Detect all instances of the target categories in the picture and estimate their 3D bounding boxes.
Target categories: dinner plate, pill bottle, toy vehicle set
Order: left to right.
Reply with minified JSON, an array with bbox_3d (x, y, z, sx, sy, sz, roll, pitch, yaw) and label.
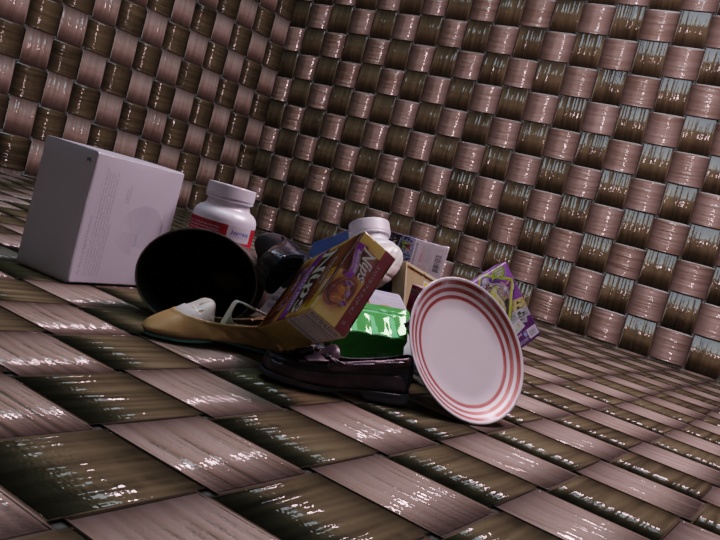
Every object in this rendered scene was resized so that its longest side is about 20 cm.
[{"bbox_3d":[-0.244,-0.048,1.368,0.111,0.203,0.112,15,4,-1],"label":"pill bottle"},{"bbox_3d":[0.022,0.007,1.519,0.109,0.203,0.111,-3,-17,-1],"label":"pill bottle"},{"bbox_3d":[0.116,0.072,1.436,0.026,0.126,0.199,-5,-20,33],"label":"toy vehicle set"},{"bbox_3d":[0.139,0.106,1.060,0.198,0.203,0.024,13,-27,-32],"label":"dinner plate"}]

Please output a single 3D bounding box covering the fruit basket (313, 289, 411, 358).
[{"bbox_3d":[-0.009,0.072,1.155,0.183,0.095,0.200,11,19,-17],"label":"fruit basket"}]

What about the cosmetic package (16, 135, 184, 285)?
[{"bbox_3d":[-0.411,-0.088,1.271,0.122,0.202,0.200,18,4,24],"label":"cosmetic package"}]

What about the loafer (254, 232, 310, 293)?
[{"bbox_3d":[-0.120,-0.017,1.089,0.072,0.073,0.200,44,-1,2],"label":"loafer"}]

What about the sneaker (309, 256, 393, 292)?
[{"bbox_3d":[-0.008,-0.004,1.388,0.198,0.085,0.075,22,4,-32],"label":"sneaker"}]

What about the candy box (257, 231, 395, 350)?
[{"bbox_3d":[-0.046,0.030,0.977,0.056,0.117,0.200,41,-24,-14],"label":"candy box"}]

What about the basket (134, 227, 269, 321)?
[{"bbox_3d":[-0.212,0.015,1.189,0.178,0.138,0.200,9,-1,8],"label":"basket"}]

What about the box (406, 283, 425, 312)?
[{"bbox_3d":[0.153,0.094,1.256,0.099,0.097,0.200,14,5,-26],"label":"box"}]

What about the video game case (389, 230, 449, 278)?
[{"bbox_3d":[0.068,0.025,1.609,0.179,0.203,0.036,15,2,4],"label":"video game case"}]

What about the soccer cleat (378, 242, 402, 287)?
[{"bbox_3d":[0.000,0.000,1.307,0.199,0.070,0.078,-23,-12,-32],"label":"soccer cleat"}]

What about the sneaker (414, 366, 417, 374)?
[{"bbox_3d":[0.016,0.100,1.228,0.198,0.081,0.071,19,3,32],"label":"sneaker"}]

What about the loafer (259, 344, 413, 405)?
[{"bbox_3d":[-0.025,0.116,0.981,0.198,0.064,0.072,14,6,-21],"label":"loafer"}]

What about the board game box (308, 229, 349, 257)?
[{"bbox_3d":[-0.014,-0.008,1.674,0.198,0.160,0.039,-19,10,13],"label":"board game box"}]

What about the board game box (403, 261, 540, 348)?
[{"bbox_3d":[0.161,0.082,1.121,0.199,0.121,0.032,-28,7,-33],"label":"board game box"}]

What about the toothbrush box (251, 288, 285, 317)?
[{"bbox_3d":[-0.119,0.045,1.413,0.145,0.086,0.200,17,5,-8],"label":"toothbrush box"}]

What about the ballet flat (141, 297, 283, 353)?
[{"bbox_3d":[-0.186,0.066,1.041,0.198,0.064,0.068,13,4,-33],"label":"ballet flat"}]
